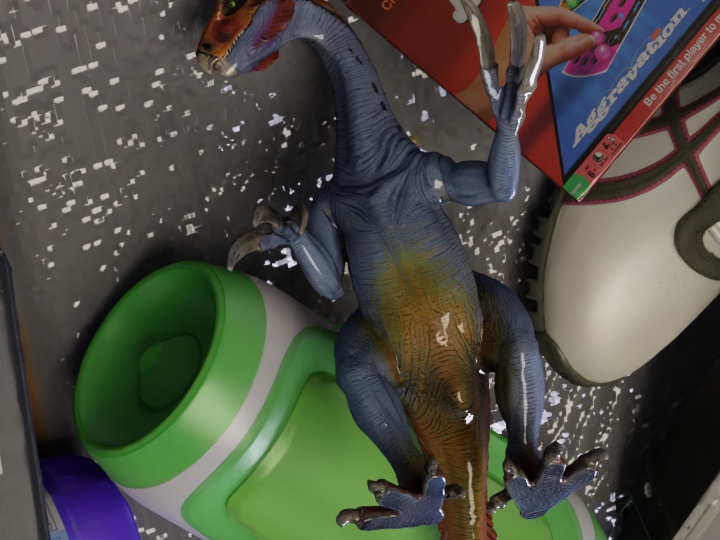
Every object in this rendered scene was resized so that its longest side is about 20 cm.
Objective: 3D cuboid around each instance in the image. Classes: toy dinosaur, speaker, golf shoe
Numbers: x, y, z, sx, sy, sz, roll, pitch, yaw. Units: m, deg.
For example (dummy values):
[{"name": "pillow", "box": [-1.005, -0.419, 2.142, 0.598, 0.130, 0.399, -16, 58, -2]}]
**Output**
[{"name": "toy dinosaur", "box": [0.000, 0.000, 0.885, 0.105, 0.182, 0.200, -12, 146, -15]}, {"name": "speaker", "box": [-0.003, 0.074, 0.948, 0.200, 0.088, 0.088, 35, 96, -35]}, {"name": "golf shoe", "box": [0.134, -0.036, 0.962, 0.077, 0.088, 0.200, 30, 99, -36]}]

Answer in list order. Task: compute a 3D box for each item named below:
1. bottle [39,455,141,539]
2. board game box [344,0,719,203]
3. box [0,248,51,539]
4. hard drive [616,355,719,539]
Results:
[{"name": "bottle", "box": [-0.166, 0.129, 0.903, 0.200, 0.065, 0.084, -19, 116, -17]}, {"name": "board game box", "box": [0.097, -0.131, 0.902, 0.103, 0.019, 0.200, 40, 93, 5]}, {"name": "box", "box": [-0.166, 0.099, 0.808, 0.148, 0.107, 0.200, -8, 93, -11]}, {"name": "hard drive", "box": [0.191, 0.048, 1.010, 0.139, 0.038, 0.200, -2, 143, -26]}]
